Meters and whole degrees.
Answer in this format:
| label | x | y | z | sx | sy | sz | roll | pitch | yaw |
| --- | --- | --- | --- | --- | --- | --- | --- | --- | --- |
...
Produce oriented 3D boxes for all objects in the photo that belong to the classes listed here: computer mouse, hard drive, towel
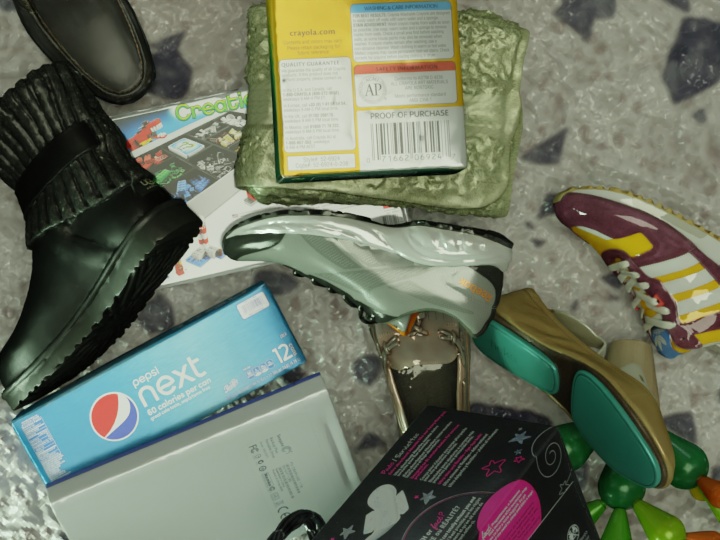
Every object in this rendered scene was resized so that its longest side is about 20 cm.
| label | x | y | z | sx | sy | sz | roll | pitch | yaw |
| --- | --- | --- | --- | --- | --- | --- | --- | --- | --- |
| computer mouse | -0.010 | 0.187 | 1.233 | 0.034 | 0.200 | 0.059 | -30 | 73 | 29 |
| hard drive | -0.102 | 0.157 | 1.254 | 0.199 | 0.025 | 0.132 | -22 | 134 | -4 |
| towel | 0.016 | -0.114 | 1.251 | 0.199 | 0.036 | 0.149 | 4 | 90 | -6 |

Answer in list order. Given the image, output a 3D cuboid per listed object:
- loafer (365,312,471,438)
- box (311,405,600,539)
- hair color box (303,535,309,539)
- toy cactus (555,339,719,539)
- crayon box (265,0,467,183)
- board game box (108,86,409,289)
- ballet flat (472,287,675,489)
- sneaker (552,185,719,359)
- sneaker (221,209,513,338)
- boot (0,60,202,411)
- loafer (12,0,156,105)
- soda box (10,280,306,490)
| label | x | y | z | sx | sy | sz | roll | pitch | yaw |
| --- | --- | --- | --- | --- | --- | --- | --- | --- | --- |
| loafer | 0.048 | 0.073 | 1.269 | 0.072 | 0.063 | 0.201 | -10 | 103 | 0 |
| box | 0.051 | 0.203 | 1.163 | 0.200 | 0.114 | 0.132 | -46 | 127 | -34 |
| hair color box | -0.069 | 0.289 | 1.257 | 0.060 | 0.100 | 0.200 | 35 | 93 | -6 |
| toy cactus | 0.191 | 0.136 | 1.297 | 0.199 | 0.102 | 0.166 | 7 | 73 | -3 |
| crayon box | 0.001 | -0.162 | 1.207 | 0.125 | 0.052 | 0.201 | -3 | 89 | -7 |
| board game box | -0.074 | -0.066 | 1.279 | 0.199 | 0.035 | 0.127 | -12 | 93 | -5 |
| ballet flat | 0.159 | 0.072 | 1.247 | 0.063 | 0.200 | 0.069 | -27 | 140 | -28 |
| sneaker | 0.219 | 0.011 | 1.290 | 0.199 | 0.075 | 0.090 | 26 | 84 | -5 |
| sneaker | 0.000 | 0.000 | 1.216 | 0.199 | 0.074 | 0.080 | 8 | 93 | 13 |
| boot | -0.217 | -0.023 | 1.242 | 0.158 | 0.079 | 0.211 | 46 | 111 | 11 |
| loafer | -0.212 | -0.200 | 1.242 | 0.073 | 0.072 | 0.200 | -38 | 96 | -4 |
| soda box | -0.140 | 0.082 | 1.263 | 0.200 | 0.068 | 0.064 | -28 | 94 | -3 |
